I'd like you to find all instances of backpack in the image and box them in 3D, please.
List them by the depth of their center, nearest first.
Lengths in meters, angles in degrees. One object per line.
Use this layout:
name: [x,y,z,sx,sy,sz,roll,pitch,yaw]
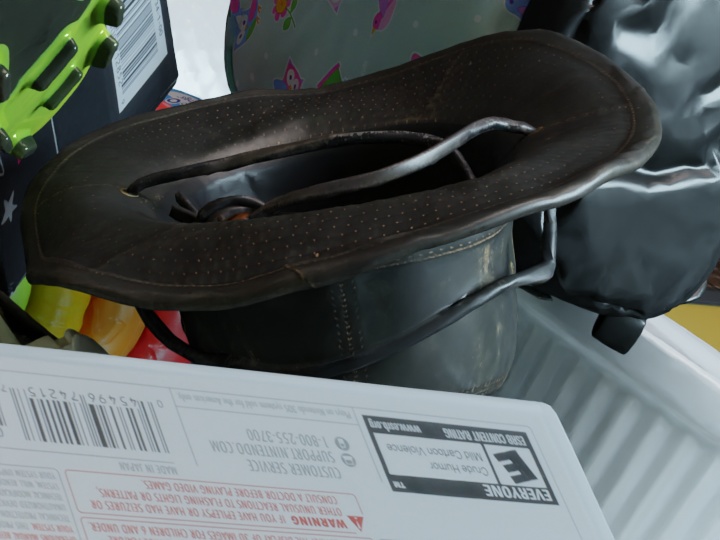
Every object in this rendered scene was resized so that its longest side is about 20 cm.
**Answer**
backpack: [0.047,-0.081,1.006,0.126,0.168,0.200,22,1,-38]

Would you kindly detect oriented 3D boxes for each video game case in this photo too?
video game case: [-0.006,0.095,0.619,0.199,0.023,0.182,8,43,-36]

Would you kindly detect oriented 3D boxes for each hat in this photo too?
hat: [0.000,0.000,0.813,0.199,0.081,0.201,-12,18,4]

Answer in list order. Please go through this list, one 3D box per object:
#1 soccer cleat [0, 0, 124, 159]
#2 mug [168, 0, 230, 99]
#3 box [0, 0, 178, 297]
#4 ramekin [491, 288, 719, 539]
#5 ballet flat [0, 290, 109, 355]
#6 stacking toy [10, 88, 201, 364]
soccer cleat: [-0.123,-0.085,0.759,0.084,0.065,0.200,35,-1,18]
mug: [-0.133,-0.077,1.253,0.175,0.148,0.200,29,34,-13]
box: [-0.143,-0.116,0.894,0.114,0.201,0.132,11,41,20]
ramekin: [0.114,0.076,1.098,0.202,0.094,0.202,34,5,-4]
ballet flat: [-0.096,0.045,0.817,0.200,0.068,0.069,29,-34,52]
stacking toy: [-0.135,-0.007,0.995,0.199,0.110,0.116,-1,20,-39]
